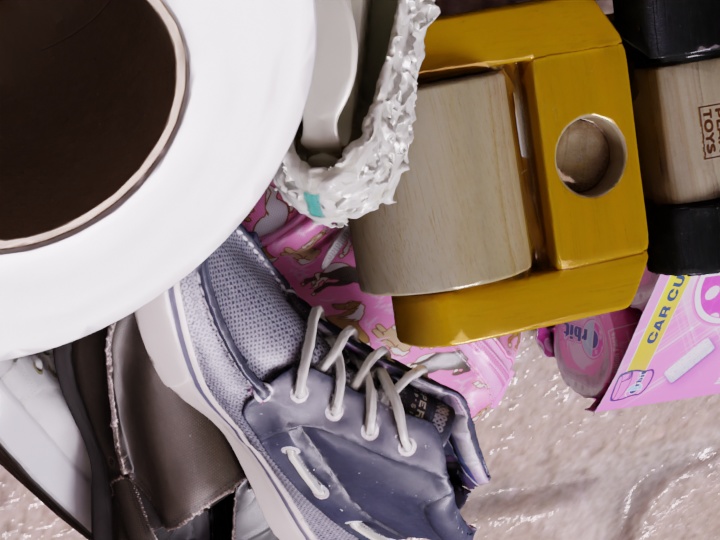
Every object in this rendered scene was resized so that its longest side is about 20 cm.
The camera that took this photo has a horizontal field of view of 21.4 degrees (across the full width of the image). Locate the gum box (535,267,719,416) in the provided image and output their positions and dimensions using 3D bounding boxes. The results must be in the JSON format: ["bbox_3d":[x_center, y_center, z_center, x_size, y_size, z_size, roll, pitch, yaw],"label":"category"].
[{"bbox_3d":[0.177,-0.019,0.979,0.113,0.066,0.201,-6,132,-33],"label":"gum box"}]

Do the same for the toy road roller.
[{"bbox_3d":[0.071,-0.050,0.802,0.198,0.146,0.124,-12,98,-22],"label":"toy road roller"}]

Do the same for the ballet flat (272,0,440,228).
[{"bbox_3d":[-0.001,-0.117,0.677,0.071,0.071,0.202,5,88,-39],"label":"ballet flat"}]

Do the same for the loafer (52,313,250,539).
[{"bbox_3d":[-0.073,0.068,0.792,0.073,0.071,0.202,-33,134,-36],"label":"loafer"}]

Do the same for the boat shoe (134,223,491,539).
[{"bbox_3d":[-0.012,0.040,0.747,0.092,0.075,0.201,-1,142,24],"label":"boat shoe"}]

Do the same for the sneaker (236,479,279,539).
[{"bbox_3d":[-0.029,0.099,0.942,0.199,0.076,0.091,-38,134,-3],"label":"sneaker"}]

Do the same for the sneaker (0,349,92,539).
[{"bbox_3d":[-0.130,0.051,0.834,0.085,0.073,0.200,-51,144,-13],"label":"sneaker"}]

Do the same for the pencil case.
[{"bbox_3d":[0.000,0.000,0.848,0.082,0.087,0.200,-28,142,15],"label":"pencil case"}]

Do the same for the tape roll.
[{"bbox_3d":[-0.131,-0.089,0.629,0.201,0.140,0.204,-20,138,-19],"label":"tape roll"}]
